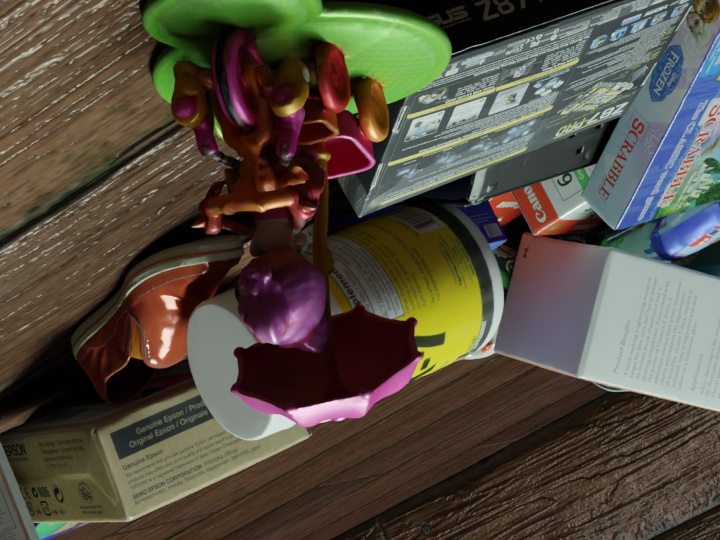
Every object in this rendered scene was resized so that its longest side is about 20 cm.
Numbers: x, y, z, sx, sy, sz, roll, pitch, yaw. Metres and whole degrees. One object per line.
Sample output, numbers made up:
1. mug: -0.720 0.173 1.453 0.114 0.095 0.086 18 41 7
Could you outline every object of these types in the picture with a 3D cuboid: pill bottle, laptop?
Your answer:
1. pill bottle: -0.010 0.033 1.254 0.199 0.115 0.114 -23 169 -35
2. laptop: 0.121 -0.117 1.280 0.176 0.103 0.201 -19 141 -30

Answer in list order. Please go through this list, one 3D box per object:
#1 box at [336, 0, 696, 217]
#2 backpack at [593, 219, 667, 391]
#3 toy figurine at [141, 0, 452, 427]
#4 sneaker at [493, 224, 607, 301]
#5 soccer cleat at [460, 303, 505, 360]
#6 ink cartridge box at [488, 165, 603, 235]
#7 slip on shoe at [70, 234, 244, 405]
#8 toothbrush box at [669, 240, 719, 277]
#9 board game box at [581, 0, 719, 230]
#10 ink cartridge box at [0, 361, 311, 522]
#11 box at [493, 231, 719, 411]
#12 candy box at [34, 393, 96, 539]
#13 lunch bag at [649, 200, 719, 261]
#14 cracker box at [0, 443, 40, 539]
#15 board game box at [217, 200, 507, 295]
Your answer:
1. box: 0.089 -0.117 1.079 0.199 0.049 0.161 -22 157 -22
2. backpack: 0.290 0.029 1.853 0.199 0.179 0.150 -22 169 38
3. toy figurine: -0.028 -0.021 0.885 0.149 0.186 0.200 -11 165 17
4. sneaker: 0.148 -0.016 1.660 0.199 0.078 0.086 6 111 -56
5. soccer cleat: 0.071 0.043 1.681 0.077 0.070 0.199 -30 -168 -39
6. ink cartridge box: 0.177 -0.065 1.510 0.199 0.051 0.109 -34 166 26
7. slip on shoe: -0.132 0.032 1.268 0.074 0.062 0.200 -13 161 -40
8. toothbrush box: 0.386 -0.043 1.640 0.199 0.085 0.147 -3 -126 57
9. board game box: 0.264 -0.131 1.275 0.199 0.041 0.201 -17 143 -38
10. ink cartridge box: -0.161 0.124 1.400 0.164 0.076 0.199 -24 -174 -35
11. box: 0.238 0.047 1.559 0.199 0.107 0.152 14 180 -23
12. candy box: -0.198 0.152 1.601 0.199 0.077 0.169 -19 165 -35
13. lunch bag: 0.319 -0.077 1.508 0.150 0.094 0.200 -34 -174 34
14. cracker box: -0.258 0.184 1.314 0.057 0.201 0.134 -22 167 -10
15. board game box: 0.000 0.000 1.439 0.199 0.045 0.134 -12 162 -49
